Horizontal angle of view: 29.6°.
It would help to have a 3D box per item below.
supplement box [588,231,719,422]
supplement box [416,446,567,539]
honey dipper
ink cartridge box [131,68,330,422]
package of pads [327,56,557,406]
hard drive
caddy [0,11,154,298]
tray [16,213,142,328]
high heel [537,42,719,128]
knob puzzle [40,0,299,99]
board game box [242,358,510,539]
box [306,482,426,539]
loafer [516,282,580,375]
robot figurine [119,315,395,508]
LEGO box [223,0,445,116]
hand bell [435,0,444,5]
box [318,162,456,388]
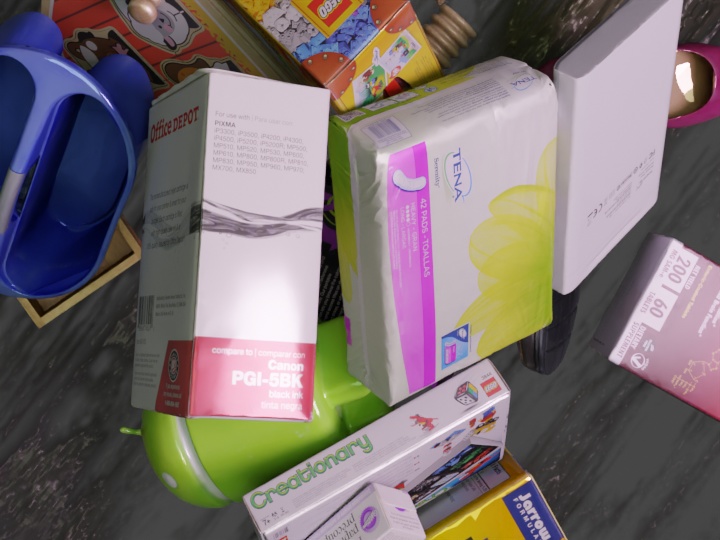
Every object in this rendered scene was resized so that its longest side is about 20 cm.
[{"bbox_3d":[0.296,0.065,1.086,0.198,0.061,0.110,28,93,-10],"label":"supplement box"},{"bbox_3d":[0.060,0.237,1.055,0.199,0.109,0.110,-31,101,-2],"label":"supplement box"},{"bbox_3d":[0.011,-0.117,1.048,0.038,0.038,0.200,40,96,-9],"label":"honey dipper"},{"bbox_3d":[-0.083,-0.011,0.851,0.082,0.146,0.203,5,86,-22],"label":"ink cartridge box"},{"bbox_3d":[0.061,-0.028,0.911,0.153,0.068,0.202,-24,128,-27],"label":"package of pads"},{"bbox_3d":[0.179,-0.094,0.973,0.027,0.201,0.132,30,55,29],"label":"hard drive"},{"bbox_3d":[-0.222,-0.072,0.918,0.140,0.105,0.201,25,126,-6],"label":"caddy"},{"bbox_3d":[-0.257,-0.069,1.020,0.098,0.037,0.201,-34,100,-2],"label":"tray"},{"bbox_3d":[0.226,-0.138,1.035,0.197,0.096,0.068,-8,98,-5],"label":"high heel"},{"bbox_3d":[-0.149,-0.140,0.954,0.218,0.220,0.031,32,61,-9],"label":"knob puzzle"},{"bbox_3d":[0.015,0.148,0.980,0.198,0.127,0.035,-28,64,-12],"label":"board game box"},{"bbox_3d":[-0.039,0.224,0.956,0.041,0.039,0.200,21,123,-44],"label":"box"},{"bbox_3d":[0.126,-0.017,1.063,0.072,0.073,0.203,3,106,31],"label":"loafer"},{"bbox_3d":[-0.075,0.105,1.010,0.198,0.117,0.176,-20,137,14],"label":"robot figurine"},{"bbox_3d":[-0.021,-0.162,0.931,0.077,0.200,0.149,-45,71,0],"label":"LEGO box"},{"bbox_3d":[-0.008,-0.287,1.009,0.198,0.104,0.105,25,94,4],"label":"hand bell"},{"bbox_3d":[0.000,0.000,1.030,0.198,0.036,0.144,18,121,-10],"label":"box"}]
